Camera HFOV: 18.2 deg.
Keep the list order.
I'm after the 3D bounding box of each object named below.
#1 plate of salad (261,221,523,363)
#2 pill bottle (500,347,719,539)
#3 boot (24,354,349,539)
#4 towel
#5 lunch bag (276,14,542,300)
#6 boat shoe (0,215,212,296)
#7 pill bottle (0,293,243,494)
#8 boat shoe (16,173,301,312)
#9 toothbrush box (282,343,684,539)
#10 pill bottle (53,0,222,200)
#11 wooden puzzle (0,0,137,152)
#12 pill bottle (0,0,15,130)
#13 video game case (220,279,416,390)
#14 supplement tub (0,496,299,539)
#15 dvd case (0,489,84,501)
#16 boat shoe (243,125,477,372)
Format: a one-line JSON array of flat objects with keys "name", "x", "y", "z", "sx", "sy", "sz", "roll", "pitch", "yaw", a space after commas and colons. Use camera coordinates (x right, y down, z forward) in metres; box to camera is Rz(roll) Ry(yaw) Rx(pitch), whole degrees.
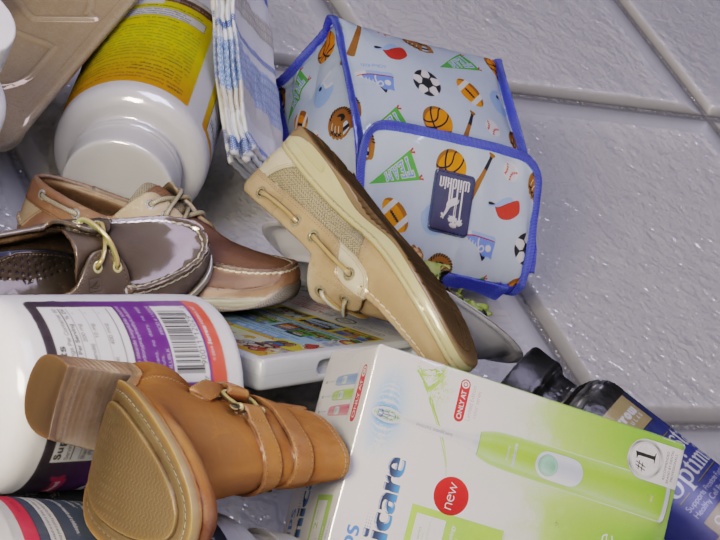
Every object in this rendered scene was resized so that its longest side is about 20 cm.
[{"name": "plate of salad", "x": 0.025, "y": 0.008, "z": 1.529, "sx": 0.199, "sy": 0.048, "sz": 0.200, "roll": 27, "pitch": -10, "yaw": 5}, {"name": "pill bottle", "x": 0.170, "y": 0.145, "z": 1.500, "sx": 0.200, "sy": 0.112, "sz": 0.112, "roll": 38, "pitch": 33, "yaw": 10}, {"name": "boot", "x": -0.073, "y": 0.102, "z": 1.157, "sx": 0.154, "sy": 0.077, "sz": 0.200, "roll": 13, "pitch": 6, "yaw": -30}, {"name": "towel", "x": -0.080, "y": -0.156, "z": 1.633, "sx": 0.147, "sy": 0.024, "sz": 0.202, "roll": 46, "pitch": 36, "yaw": -72}, {"name": "lunch bag", "x": 0.039, "y": -0.077, "z": 1.692, "sx": 0.169, "sy": 0.124, "sz": 0.201, "roll": 11, "pitch": 50, "yaw": -29}, {"name": "boat shoe", "x": -0.178, "y": 0.002, "z": 1.347, "sx": 0.199, "sy": 0.060, "sz": 0.072, "roll": -13, "pitch": 60, "yaw": -22}, {"name": "pill bottle", "x": -0.175, "y": 0.069, "z": 1.270, "sx": 0.199, "sy": 0.112, "sz": 0.112, "roll": 0, "pitch": 43, "yaw": -39}, {"name": "boat shoe", "x": -0.133, "y": -0.019, "z": 1.438, "sx": 0.198, "sy": 0.072, "sz": 0.076, "roll": 10, "pitch": 12, "yaw": 14}, {"name": "toothbrush box", "x": 0.066, "y": 0.141, "z": 1.272, "sx": 0.199, "sy": 0.086, "sz": 0.147, "roll": 19, "pitch": 79, "yaw": -17}, {"name": "pill bottle", "x": -0.152, "y": -0.107, "z": 1.576, "sx": 0.109, "sy": 0.110, "sz": 0.200, "roll": 25, "pitch": 32, "yaw": -9}, {"name": "wooden puzzle", "x": -0.271, "y": -0.173, "z": 1.572, "sx": 0.184, "sy": 0.046, "sz": 0.201, "roll": 22, "pitch": 51, "yaw": 12}, {"name": "pill bottle", "x": -0.279, "y": -0.079, "z": 1.346, "sx": 0.112, "sy": 0.201, "sz": 0.113, "roll": 22, "pitch": 33, "yaw": -15}, {"name": "video game case", "x": -0.062, "y": 0.035, "z": 1.449, "sx": 0.181, "sy": 0.023, "sz": 0.199, "roll": -5, "pitch": 16, "yaw": -44}, {"name": "supplement tub", "x": -0.128, "y": 0.191, "z": 1.160, "sx": 0.199, "sy": 0.141, "sz": 0.141, "roll": 8, "pitch": 39, "yaw": -32}, {"name": "dvd case", "x": -0.198, "y": 0.104, "z": 1.331, "sx": 0.199, "sy": 0.025, "sz": 0.151, "roll": 7, "pitch": 40, "yaw": -33}, {"name": "boat shoe", "x": 0.000, "y": 0.000, "z": 1.398, "sx": 0.200, "sy": 0.064, "sz": 0.071, "roll": 53, "pitch": 7, "yaw": 29}]
